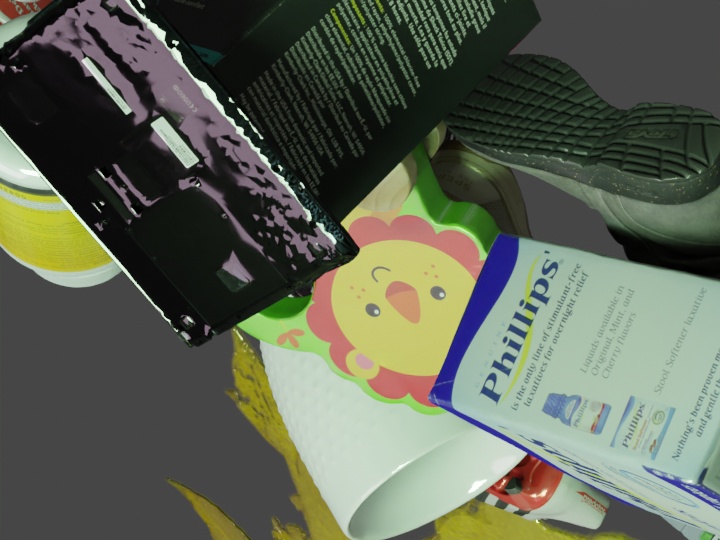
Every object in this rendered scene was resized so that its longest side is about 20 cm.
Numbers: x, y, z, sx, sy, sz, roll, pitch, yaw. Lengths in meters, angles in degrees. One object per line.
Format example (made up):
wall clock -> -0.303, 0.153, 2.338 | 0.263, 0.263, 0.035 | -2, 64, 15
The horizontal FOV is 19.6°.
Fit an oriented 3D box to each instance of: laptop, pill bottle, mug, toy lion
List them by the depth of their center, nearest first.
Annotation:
laptop -> -0.101, -0.062, 1.040 | 0.200, 0.103, 0.177 | -30, 107, 41
toy lion -> 0.000, 0.000, 1.203 | 0.200, 0.069, 0.192 | -8, 118, 29
pill bottle -> -0.178, -0.063, 1.258 | 0.112, 0.112, 0.200 | 40, 161, 13
mug -> 0.016, 0.053, 1.350 | 0.175, 0.148, 0.200 | 59, 160, 22

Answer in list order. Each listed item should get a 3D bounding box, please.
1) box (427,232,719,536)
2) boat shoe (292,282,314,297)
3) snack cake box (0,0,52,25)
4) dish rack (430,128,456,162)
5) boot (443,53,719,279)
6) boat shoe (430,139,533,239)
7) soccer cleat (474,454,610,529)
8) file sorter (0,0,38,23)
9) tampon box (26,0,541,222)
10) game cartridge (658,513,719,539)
box -> 0.174, 0.074, 1.104 | 0.184, 0.105, 0.200 | 30, 171, -38
boat shoe -> -0.065, -0.040, 1.280 | 0.200, 0.065, 0.072 | 52, 122, 16
snack cake box -> -0.217, -0.112, 1.406 | 0.067, 0.115, 0.200 | -24, 118, 25
dish rack -> -0.028, -0.127, 1.273 | 0.200, 0.055, 0.153 | 39, 158, 15
boot -> 0.135, -0.038, 1.129 | 0.200, 0.070, 0.132 | 29, 159, 46
boat shoe -> 0.081, 0.009, 1.278 | 0.072, 0.065, 0.200 | 9, 144, 32
soccer cleat -> 0.102, 0.143, 1.501 | 0.085, 0.069, 0.200 | 34, 169, -27
file sorter -> -0.197, -0.253, 1.261 | 0.139, 0.125, 0.200 | 45, 159, 1
tampon box -> -0.037, -0.128, 1.090 | 0.150, 0.200, 0.126 | 22, 149, 46
game cartridge -> 0.267, 0.169, 1.292 | 0.200, 0.040, 0.133 | 40, 154, 14
